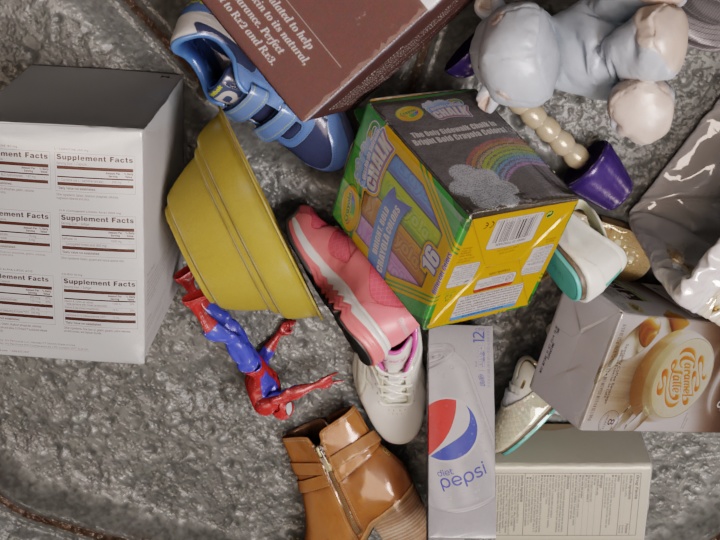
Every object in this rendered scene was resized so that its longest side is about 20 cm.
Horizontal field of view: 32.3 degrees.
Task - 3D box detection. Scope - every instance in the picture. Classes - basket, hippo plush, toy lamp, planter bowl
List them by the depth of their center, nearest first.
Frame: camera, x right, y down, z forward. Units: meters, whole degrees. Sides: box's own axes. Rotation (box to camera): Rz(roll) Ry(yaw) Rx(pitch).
[{"bbox_3d":[0.169,-0.196,0.999,0.159,0.200,0.161,6,108,3],"label":"hippo plush"},{"bbox_3d":[-0.111,-0.031,1.055,0.083,0.201,0.202,-25,110,-2],"label":"planter bowl"},{"bbox_3d":[0.361,-0.046,1.065,0.160,0.199,0.201,33,108,-14],"label":"basket"},{"bbox_3d":[0.165,-0.131,1.111,0.200,0.058,0.058,42,107,-14],"label":"toy lamp"}]

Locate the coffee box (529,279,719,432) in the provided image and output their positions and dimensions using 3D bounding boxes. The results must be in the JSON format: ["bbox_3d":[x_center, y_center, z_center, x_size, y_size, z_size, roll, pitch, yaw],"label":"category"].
[{"bbox_3d":[0.264,0.078,1.126,0.198,0.080,0.116,5,111,-34],"label":"coffee box"}]

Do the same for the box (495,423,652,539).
[{"bbox_3d":[0.181,0.209,1.231,0.197,0.078,0.096,1,115,1],"label":"box"}]

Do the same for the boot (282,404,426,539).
[{"bbox_3d":[-0.041,0.236,1.255,0.199,0.077,0.156,-29,100,26],"label":"boot"}]

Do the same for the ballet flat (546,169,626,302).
[{"bbox_3d":[0.161,-0.053,1.092,0.069,0.200,0.070,-23,143,-19],"label":"ballet flat"}]

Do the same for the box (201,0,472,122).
[{"bbox_3d":[-0.016,-0.236,0.980,0.164,0.200,0.166,-39,91,15],"label":"box"}]

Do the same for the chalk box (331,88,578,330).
[{"bbox_3d":[0.063,-0.069,1.054,0.123,0.200,0.125,-10,137,-33],"label":"chalk box"}]

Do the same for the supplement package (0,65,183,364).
[{"bbox_3d":[-0.239,-0.055,1.078,0.145,0.192,0.202,4,112,1],"label":"supplement package"}]

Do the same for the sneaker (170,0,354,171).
[{"bbox_3d":[-0.088,-0.154,1.084,0.200,0.082,0.074,46,137,-11],"label":"sneaker"}]

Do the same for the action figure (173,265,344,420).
[{"bbox_3d":[-0.089,0.066,1.180,0.098,0.065,0.201,-26,130,-1],"label":"action figure"}]

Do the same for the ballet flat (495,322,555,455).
[{"bbox_3d":[0.185,0.089,1.190,0.200,0.067,0.062,-43,95,-1],"label":"ballet flat"}]

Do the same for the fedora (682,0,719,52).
[{"bbox_3d":[0.312,-0.271,1.032,0.176,0.090,0.201,-28,109,12],"label":"fedora"}]

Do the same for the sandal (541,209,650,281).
[{"bbox_3d":[0.171,-0.024,1.145,0.209,0.070,0.078,11,112,-3],"label":"sandal"}]

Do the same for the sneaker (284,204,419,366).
[{"bbox_3d":[0.000,0.000,1.109,0.086,0.201,0.074,-31,136,-4],"label":"sneaker"}]

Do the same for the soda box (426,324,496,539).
[{"bbox_3d":[0.092,0.154,1.158,0.063,0.068,0.202,1,69,2],"label":"soda box"}]

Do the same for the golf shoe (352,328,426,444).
[{"bbox_3d":[0.026,0.086,1.183,0.074,0.092,0.202,-6,113,2],"label":"golf shoe"}]
